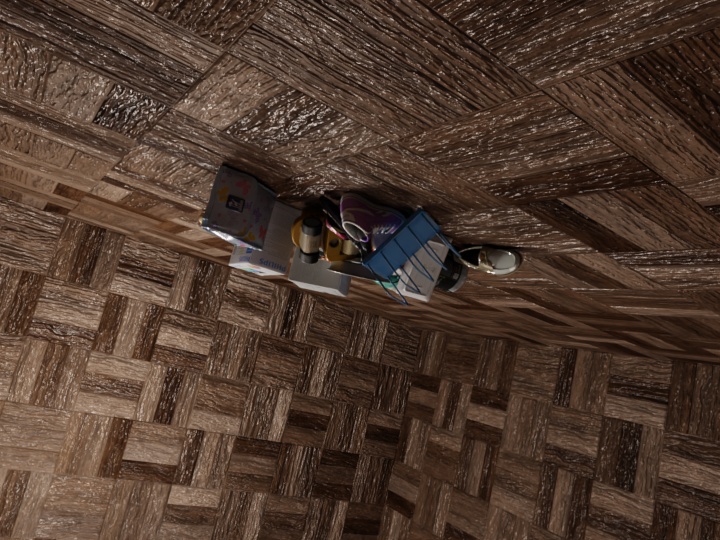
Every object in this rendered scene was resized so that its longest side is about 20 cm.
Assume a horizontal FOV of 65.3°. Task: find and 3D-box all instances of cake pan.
[{"bbox_3d":[0.000,0.000,1.652,0.197,0.037,0.200,12,-178,0],"label":"cake pan"}]

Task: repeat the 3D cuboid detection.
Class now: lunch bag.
[{"bbox_3d":[-0.324,-0.160,1.485,0.125,0.172,0.200,10,169,27],"label":"lunch bag"}]

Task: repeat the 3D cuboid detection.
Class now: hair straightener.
[{"bbox_3d":[-0.014,-0.097,1.437,0.076,0.202,0.041,21,127,-24],"label":"hair straightener"}]

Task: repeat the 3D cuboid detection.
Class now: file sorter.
[{"bbox_3d":[0.133,-0.027,1.410,0.123,0.200,0.138,54,-167,30],"label":"file sorter"}]

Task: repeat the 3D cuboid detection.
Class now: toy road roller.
[{"bbox_3d":[-0.097,-0.113,1.584,0.197,0.124,0.147,-4,-143,-19],"label":"toy road roller"}]

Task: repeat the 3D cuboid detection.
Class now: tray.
[{"bbox_3d":[0.179,-0.010,1.579,0.106,0.203,0.022,14,-160,-11],"label":"tray"}]

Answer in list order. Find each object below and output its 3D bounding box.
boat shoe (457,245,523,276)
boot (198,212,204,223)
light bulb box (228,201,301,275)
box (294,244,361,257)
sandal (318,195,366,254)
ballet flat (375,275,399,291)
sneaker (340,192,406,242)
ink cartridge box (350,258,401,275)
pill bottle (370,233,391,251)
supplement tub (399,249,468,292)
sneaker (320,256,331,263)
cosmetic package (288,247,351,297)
[{"bbox_3d":[0.353,-0.029,1.555,0.068,0.076,0.199,13,173,-36],"label":"boat shoe"},{"bbox_3d":[-0.464,-0.155,2.058,0.197,0.067,0.175,8,157,28],"label":"boot"},{"bbox_3d":[-0.292,-0.096,1.716,0.123,0.203,0.197,19,170,-29],"label":"light bulb box"},{"bbox_3d":[-0.082,-0.077,1.766,0.198,0.048,0.192,1,-167,-38],"label":"box"},{"bbox_3d":[-0.052,-0.110,1.474,0.045,0.075,0.201,-31,118,15],"label":"sandal"},{"bbox_3d":[0.137,0.039,1.887,0.197,0.068,0.071,-4,122,12],"label":"ballet flat"},{"bbox_3d":[0.035,-0.106,1.407,0.198,0.116,0.073,17,141,-26],"label":"sneaker"},{"bbox_3d":[0.032,-0.024,1.808,0.197,0.044,0.174,1,165,18],"label":"ink cartridge box"},{"bbox_3d":[0.069,-0.071,1.595,0.112,0.116,0.200,15,170,-7],"label":"pill bottle"},{"bbox_3d":[0.213,-0.019,1.669,0.198,0.124,0.122,19,169,-29],"label":"supplement tub"},{"bbox_3d":[-0.107,-0.073,1.960,0.198,0.077,0.092,29,-151,26],"label":"sneaker"},{"bbox_3d":[-0.139,-0.010,2.093,0.197,0.168,0.165,11,171,13],"label":"cosmetic package"}]
